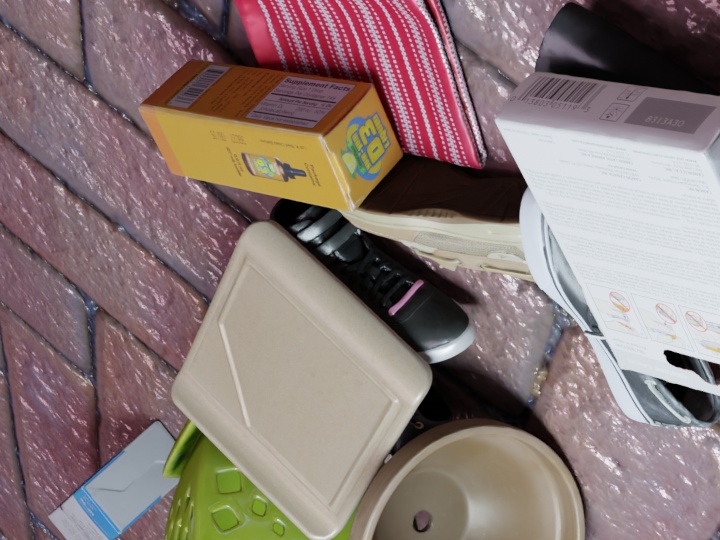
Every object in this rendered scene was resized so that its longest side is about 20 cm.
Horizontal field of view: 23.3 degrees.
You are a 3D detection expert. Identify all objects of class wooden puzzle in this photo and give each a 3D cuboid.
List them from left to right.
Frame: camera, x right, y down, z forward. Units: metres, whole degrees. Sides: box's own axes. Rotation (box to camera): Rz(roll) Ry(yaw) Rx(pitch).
[{"bbox_3d":[-0.047,0.085,1.332,0.185,0.037,0.201,42,129,15],"label":"wooden puzzle"}]

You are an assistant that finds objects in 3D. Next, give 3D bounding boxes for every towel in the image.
[{"bbox_3d":[-0.007,-0.144,1.197,0.199,0.022,0.146,17,138,44],"label":"towel"}]

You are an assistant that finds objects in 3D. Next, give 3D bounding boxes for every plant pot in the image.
[{"bbox_3d":[-0.070,0.203,1.479,0.200,0.197,0.183,124,143,-61],"label":"plant pot"},{"bbox_3d":[0.066,0.206,1.337,0.093,0.200,0.202,20,141,61],"label":"plant pot"}]

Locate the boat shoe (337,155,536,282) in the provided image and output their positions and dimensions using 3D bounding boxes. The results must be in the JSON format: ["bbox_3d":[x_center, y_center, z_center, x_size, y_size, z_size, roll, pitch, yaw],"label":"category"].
[{"bbox_3d":[0.061,-0.029,1.187,0.199,0.071,0.065,14,135,44],"label":"boat shoe"}]

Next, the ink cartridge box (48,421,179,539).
[{"bbox_3d":[-0.269,0.246,1.904,0.068,0.116,0.200,49,150,0],"label":"ink cartridge box"}]

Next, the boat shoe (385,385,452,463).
[{"bbox_3d":[-0.004,0.067,1.399,0.202,0.073,0.063,48,123,17],"label":"boat shoe"}]

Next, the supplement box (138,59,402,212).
[{"bbox_3d":[-0.066,-0.099,1.242,0.199,0.069,0.067,16,141,44],"label":"supplement box"}]

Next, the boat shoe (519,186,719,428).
[{"bbox_3d":[0.169,0.022,1.095,0.068,0.073,0.201,9,132,55],"label":"boat shoe"}]

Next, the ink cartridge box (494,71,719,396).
[{"bbox_3d":[0.176,-0.014,0.969,0.160,0.050,0.201,16,146,51],"label":"ink cartridge box"}]

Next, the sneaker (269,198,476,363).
[{"bbox_3d":[0.000,0.000,1.302,0.199,0.071,0.100,26,148,42],"label":"sneaker"}]

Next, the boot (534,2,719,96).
[{"bbox_3d":[0.189,-0.094,0.957,0.200,0.065,0.166,40,148,25],"label":"boot"}]
